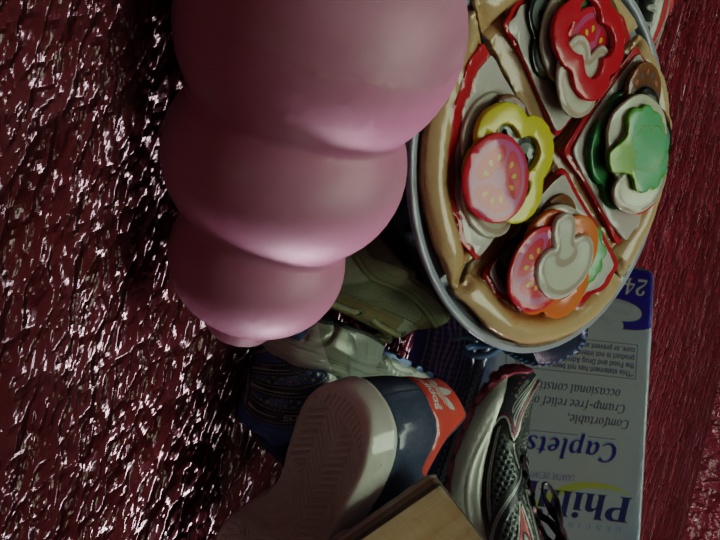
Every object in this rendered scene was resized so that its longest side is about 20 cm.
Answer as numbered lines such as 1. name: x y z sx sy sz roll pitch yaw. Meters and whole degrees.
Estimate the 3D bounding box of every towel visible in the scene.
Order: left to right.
1. towel: 0.041 0.083 1.277 0.200 0.024 0.145 176 -68 -84

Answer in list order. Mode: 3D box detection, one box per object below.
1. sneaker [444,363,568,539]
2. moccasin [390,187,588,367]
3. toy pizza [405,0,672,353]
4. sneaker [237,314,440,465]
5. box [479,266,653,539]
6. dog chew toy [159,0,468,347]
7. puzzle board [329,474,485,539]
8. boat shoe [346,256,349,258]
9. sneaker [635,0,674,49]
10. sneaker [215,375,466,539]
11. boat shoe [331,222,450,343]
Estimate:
1. sneaker: 0.089 0.151 1.170 0.081 0.075 0.200 -24 116 -74
2. moccasin: 0.065 0.005 1.081 0.080 0.068 0.200 -37 137 12
3. toy pizza: 0.097 -0.058 1.020 0.200 0.032 0.201 -10 104 -45
4. sneaker: -0.018 0.073 1.131 0.085 0.077 0.200 -64 155 -3
5. box: 0.110 0.106 1.334 0.184 0.105 0.200 125 -30 -76
6. dog chew toy: -0.029 -0.059 0.884 0.125 0.124 0.200 -42 151 -62
7. puzzle board: -0.023 0.188 1.045 0.200 0.017 0.151 -34 145 0
8. boat shoe: -0.006 -0.102 0.994 0.060 0.072 0.202 -41 139 -54
9. sneaker: 0.132 -0.094 1.222 0.200 0.077 0.085 -62 162 22
10. sneaker: -0.008 0.126 1.061 0.084 0.075 0.200 -10 147 -39
11. boat shoe: 0.001 0.002 1.140 0.073 0.063 0.201 63 6 12
